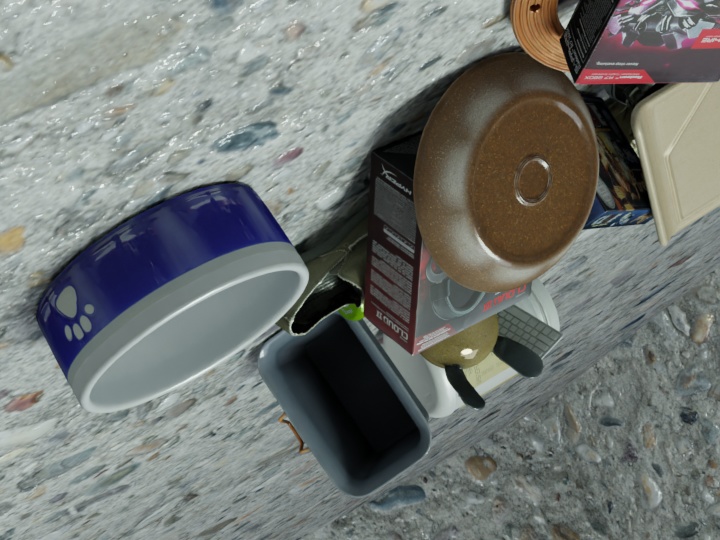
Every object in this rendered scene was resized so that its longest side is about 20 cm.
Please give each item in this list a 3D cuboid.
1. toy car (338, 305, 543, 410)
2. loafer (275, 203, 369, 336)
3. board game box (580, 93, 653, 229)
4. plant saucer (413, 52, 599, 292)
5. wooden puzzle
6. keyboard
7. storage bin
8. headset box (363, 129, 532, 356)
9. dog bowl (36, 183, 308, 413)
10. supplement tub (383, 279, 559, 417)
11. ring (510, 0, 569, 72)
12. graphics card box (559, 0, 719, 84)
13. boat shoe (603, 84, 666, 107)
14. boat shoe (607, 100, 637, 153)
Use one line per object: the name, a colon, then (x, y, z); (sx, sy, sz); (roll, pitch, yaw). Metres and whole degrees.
toy car: (0.097, 0.040, 1.390); (0.164, 0.200, 0.158); (-25, 164, -30)
loafer: (0.000, 0.000, 1.263); (0.200, 0.070, 0.075); (-33, 137, 3)
board game box: (0.219, -0.106, 1.300); (0.035, 0.136, 0.200); (-35, 168, 26)
plant saucer: (0.132, -0.077, 1.125); (0.200, 0.201, 0.037); (-25, -154, -29)
wooden puzzle: (0.343, -0.138, 1.294); (0.200, 0.037, 0.185); (-35, 138, -7)
keyboard: (0.122, 0.040, 1.469); (0.056, 0.200, 0.011); (-46, 147, -18)
storage bin: (-0.012, 0.141, 1.534); (0.145, 0.200, 0.134); (-36, 175, 11)
headset box: (0.083, -0.030, 1.209); (0.148, 0.077, 0.201); (-24, 133, -31)
dog bowl: (-0.143, 0.022, 1.046); (0.200, 0.079, 0.200); (-31, 167, -8)
supplement tub: (0.145, 0.087, 1.777); (0.200, 0.145, 0.144); (-27, 165, -23)
ring: (0.208, -0.215, 1.019); (0.200, 0.019, 0.201); (-10, 151, -5)
graphics card box: (0.233, -0.210, 0.967); (0.125, 0.051, 0.200); (-2, 148, -16)
boat shoe: (0.274, -0.179, 1.312); (0.072, 0.071, 0.200); (-37, 166, 16)
boat shoe: (0.298, -0.159, 1.449); (0.200, 0.073, 0.063); (-35, 178, 11)
